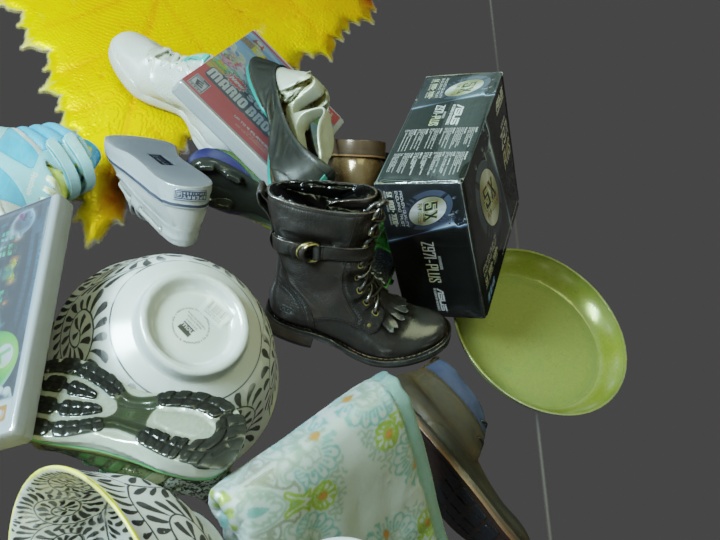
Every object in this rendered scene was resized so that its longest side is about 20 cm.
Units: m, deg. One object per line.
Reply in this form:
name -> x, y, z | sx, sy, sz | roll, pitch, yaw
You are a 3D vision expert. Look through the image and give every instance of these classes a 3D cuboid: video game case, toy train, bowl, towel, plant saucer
video game case -> -0.305, 0.050, 0.665 | 0.181, 0.023, 0.201 | -17, 53, 19
toy train -> 0.037, -0.041, 0.933 | 0.041, 0.057, 0.201 | 26, 50, -1
video game case -> -0.096, -0.166, 0.907 | 0.143, 0.017, 0.200 | 44, 30, -10
bowl -> -0.147, 0.061, 0.729 | 0.199, 0.094, 0.202 | 12, 60, -22
bowl -> -0.144, 0.216, 0.591 | 0.094, 0.201, 0.201 | -10, 57, -48
towel -> -0.011, 0.201, 0.665 | 0.171, 0.048, 0.201 | -32, 114, -37
plant saucer -> 0.182, 0.067, 0.928 | 0.198, 0.031, 0.201 | 12, 51, -15

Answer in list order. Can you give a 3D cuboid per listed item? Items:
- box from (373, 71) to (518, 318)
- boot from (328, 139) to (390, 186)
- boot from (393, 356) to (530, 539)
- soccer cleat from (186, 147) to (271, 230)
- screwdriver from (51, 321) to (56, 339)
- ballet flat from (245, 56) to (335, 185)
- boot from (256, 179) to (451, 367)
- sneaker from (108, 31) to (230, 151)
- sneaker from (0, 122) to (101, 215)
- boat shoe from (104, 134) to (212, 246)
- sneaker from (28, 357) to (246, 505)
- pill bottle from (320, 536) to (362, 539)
box -> 0.096, -0.078, 0.895 | 0.085, 0.165, 0.201 | 1, 40, 21
boot -> -0.003, -0.091, 0.910 | 0.073, 0.200, 0.076 | 2, 95, 3
boot -> 0.097, 0.162, 0.793 | 0.097, 0.075, 0.200 | -32, 69, -34
soccer cleat -> -0.083, -0.070, 0.903 | 0.199, 0.065, 0.084 | 25, 22, -11
screwdriver -> -0.196, 0.081, 0.775 | 0.199, 0.029, 0.028 | 22, 48, -17
ballet flat -> -0.059, -0.142, 0.841 | 0.068, 0.068, 0.201 | 39, 29, -49
boot -> 0.000, 0.000, 0.794 | 0.198, 0.175, 0.070 | 8, 43, -5
sneaker -> -0.184, -0.205, 0.944 | 0.200, 0.089, 0.075 | 41, 50, 9
sneaker -> -0.284, -0.062, 0.803 | 0.130, 0.080, 0.201 | -16, 63, -30
boat shoe -> -0.199, -0.079, 0.838 | 0.073, 0.066, 0.200 | 2, 21, -28
sneaker -> -0.178, 0.129, 0.643 | 0.198, 0.089, 0.077 | 13, 38, 13
pill bottle -> 0.016, 0.283, 0.588 | 0.201, 0.119, 0.120 | 56, 42, -28
